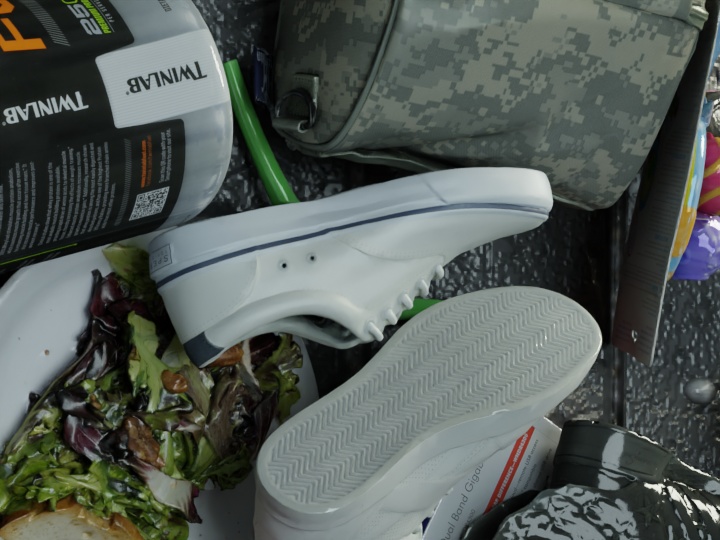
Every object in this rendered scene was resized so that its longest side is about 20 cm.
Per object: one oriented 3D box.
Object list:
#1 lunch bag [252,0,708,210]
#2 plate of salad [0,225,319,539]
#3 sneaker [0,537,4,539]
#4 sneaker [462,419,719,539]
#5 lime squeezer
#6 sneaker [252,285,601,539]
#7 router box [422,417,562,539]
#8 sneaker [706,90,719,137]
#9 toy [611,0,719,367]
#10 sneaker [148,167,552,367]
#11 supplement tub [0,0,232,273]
[{"bbox_3d":[0.059,-0.123,1.419,0.200,0.139,0.168,11,91,-33],"label":"lunch bag"},{"bbox_3d":[-0.096,0.076,1.357,0.200,0.048,0.200,3,85,-33],"label":"plate of salad"},{"bbox_3d":[-0.191,0.142,1.268,0.200,0.066,0.090,47,74,-3],"label":"sneaker"},{"bbox_3d":[0.142,0.143,1.450,0.200,0.060,0.104,25,71,-25],"label":"sneaker"},{"bbox_3d":[-0.008,-0.015,1.428,0.200,0.038,0.071,43,68,-22],"label":"lime squeezer"},{"bbox_3d":[0.024,0.089,1.387,0.200,0.116,0.074,-28,59,-30],"label":"sneaker"},{"bbox_3d":[0.076,0.184,1.466,0.179,0.049,0.200,37,68,-27],"label":"router box"},{"bbox_3d":[0.253,-0.044,1.574,0.200,0.095,0.079,24,76,-29],"label":"sneaker"},{"bbox_3d":[0.171,-0.053,1.481,0.047,0.115,0.200,7,94,-4],"label":"toy"},{"bbox_3d":[0.000,0.000,1.369,0.200,0.073,0.071,-13,84,-17],"label":"sneaker"},{"bbox_3d":[-0.166,-0.058,1.272,0.200,0.122,0.123,-17,96,-34],"label":"supplement tub"}]
